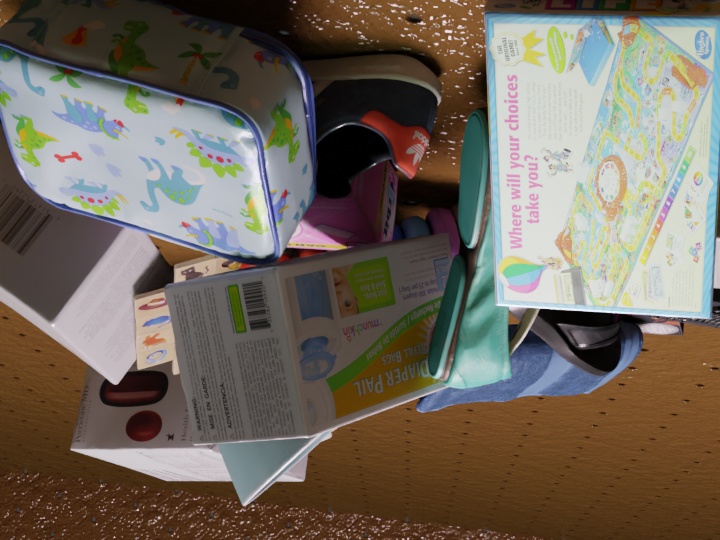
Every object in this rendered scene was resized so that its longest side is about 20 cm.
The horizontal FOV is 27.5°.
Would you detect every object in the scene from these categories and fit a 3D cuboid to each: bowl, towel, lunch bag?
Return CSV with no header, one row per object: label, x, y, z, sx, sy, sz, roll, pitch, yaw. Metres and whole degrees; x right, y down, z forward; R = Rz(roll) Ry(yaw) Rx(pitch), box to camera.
bowl,-0.056,0.092,1.233,0.105,0.201,0.201,47,162,4
towel,0.147,0.083,1.313,0.199,0.049,0.112,-1,156,-23
lunch bag,-0.126,-0.088,0.910,0.199,0.083,0.161,17,144,18

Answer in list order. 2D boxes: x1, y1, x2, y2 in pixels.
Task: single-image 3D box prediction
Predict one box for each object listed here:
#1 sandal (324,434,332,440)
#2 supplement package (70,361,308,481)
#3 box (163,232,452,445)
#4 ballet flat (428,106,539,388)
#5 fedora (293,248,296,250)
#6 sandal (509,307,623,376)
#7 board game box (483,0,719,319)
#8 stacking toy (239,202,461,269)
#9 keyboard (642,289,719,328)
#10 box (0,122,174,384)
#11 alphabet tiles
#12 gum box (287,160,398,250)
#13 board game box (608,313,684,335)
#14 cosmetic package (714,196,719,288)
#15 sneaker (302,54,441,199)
sandal,-0.070,0.217,2.050,0.079,0.059,0.207,3,163,13
supplement package,-0.163,0.108,1.503,0.199,0.192,0.147,-7,158,38
box,-0.022,0.044,1.011,0.101,0.113,0.200,-9,-177,37
ballet flat,0.093,-0.014,0.975,0.070,0.201,0.067,3,-157,-11
fedora,0.022,0.034,1.343,0.200,0.092,0.201,7,163,2
sandal,0.176,0.034,1.200,0.048,0.076,0.200,-23,150,27
board game box,0.144,-0.066,0.863,0.134,0.034,0.201,4,125,13
stacking toy,0.000,0.000,1.170,0.199,0.086,0.085,-8,164,-4
keyboard,0.345,0.033,1.265,0.199,0.021,0.127,8,157,-39
box,-0.248,-0.011,1.202,0.152,0.107,0.200,34,169,13
alphabet tiles,-0.111,0.031,1.244,0.166,0.006,0.200,-16,155,-16
gum box,-0.082,-0.065,1.107,0.199,0.066,0.114,3,162,15
board game box,0.208,0.011,1.286,0.135,0.035,0.200,2,162,18
cosmetic package,0.188,-0.043,1.033,0.199,0.091,0.107,7,163,14
sneaker,-0.043,-0.090,0.979,0.199,0.085,0.075,-3,161,32
